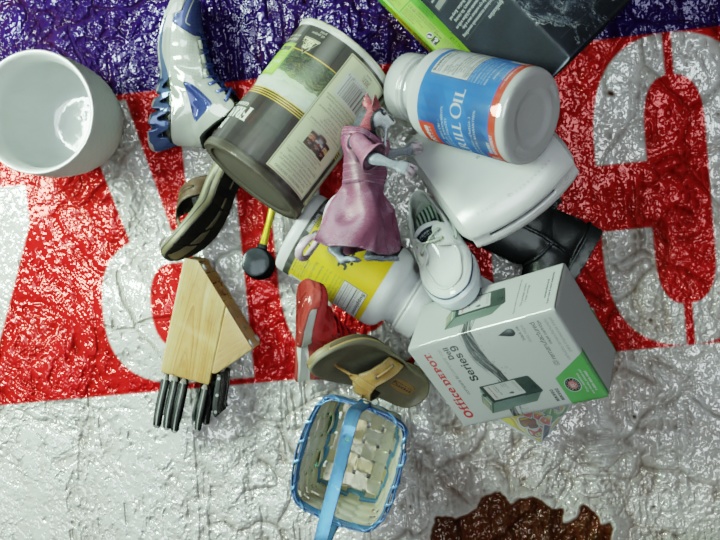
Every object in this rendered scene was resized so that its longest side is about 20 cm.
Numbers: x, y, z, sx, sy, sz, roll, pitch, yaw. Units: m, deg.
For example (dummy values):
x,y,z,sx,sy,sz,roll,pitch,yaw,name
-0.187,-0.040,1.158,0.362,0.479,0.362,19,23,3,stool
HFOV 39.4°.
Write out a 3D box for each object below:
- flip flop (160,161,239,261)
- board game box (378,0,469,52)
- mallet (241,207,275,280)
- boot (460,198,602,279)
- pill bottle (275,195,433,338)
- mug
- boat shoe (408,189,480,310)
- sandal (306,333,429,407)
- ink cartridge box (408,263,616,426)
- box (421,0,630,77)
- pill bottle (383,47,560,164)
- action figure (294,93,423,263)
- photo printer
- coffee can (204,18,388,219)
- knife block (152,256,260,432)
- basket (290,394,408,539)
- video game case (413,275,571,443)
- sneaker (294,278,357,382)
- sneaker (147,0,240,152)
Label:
x,y,z,sx,sy,sz,roll,pitch,yaw,name
-0.206,-0.103,1.322,0.057,0.081,0.201,28,92,19,flip flop
0.105,-0.340,1.295,0.200,0.048,0.102,45,95,1,board game box
-0.116,-0.085,1.317,0.041,0.066,0.202,14,94,3,mallet
0.200,-0.018,1.292,0.161,0.073,0.200,30,90,1,boot
0.000,0.000,1.289,0.199,0.111,0.112,32,95,2,pill bottle
-0.402,-0.184,1.280,0.198,0.175,0.149,-18,91,6,mug
0.090,-0.028,1.238,0.073,0.201,0.067,-36,122,10,boat shoe
0.020,0.136,1.260,0.199,0.054,0.080,29,114,-39,sandal
0.179,0.094,1.188,0.199,0.084,0.146,-19,121,34,ink cartridge box
0.207,-0.346,1.210,0.200,0.117,0.197,45,61,0,box
0.125,-0.199,1.183,0.199,0.112,0.113,23,96,42,pill bottle
0.001,-0.111,1.205,0.147,0.134,0.203,-1,92,9,action figure
0.162,-0.131,1.236,0.166,0.069,0.201,-36,47,7,photo printer
-0.076,-0.187,1.246,0.146,0.146,0.201,37,80,2,coffee can
-0.232,0.106,1.337,0.175,0.064,0.201,-32,90,5,knife block
-0.017,0.247,1.257,0.138,0.200,0.178,17,94,4,basket
0.186,0.115,1.276,0.199,0.023,0.183,29,130,3,video game case
-0.025,0.076,1.276,0.114,0.201,0.079,1,60,-6,sneaker
-0.207,-0.248,1.316,0.114,0.081,0.202,9,100,0,sneaker
